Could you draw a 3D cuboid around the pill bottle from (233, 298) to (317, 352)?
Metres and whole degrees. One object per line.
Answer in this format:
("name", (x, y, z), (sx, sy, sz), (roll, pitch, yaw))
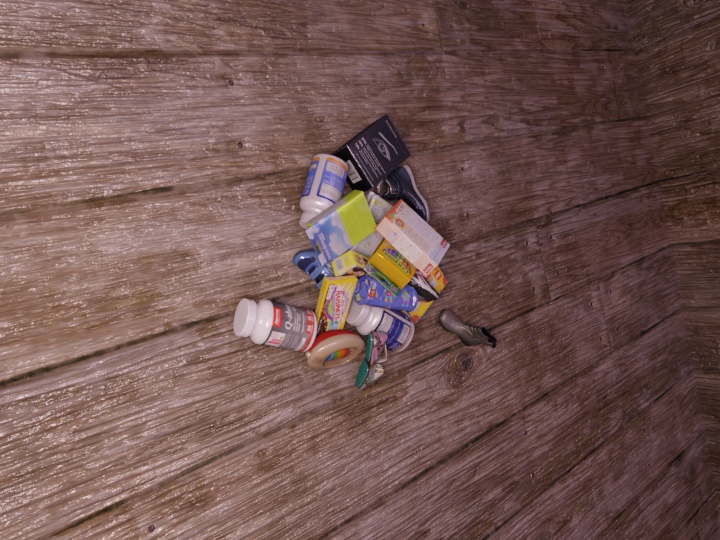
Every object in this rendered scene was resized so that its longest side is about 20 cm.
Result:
("pill bottle", (-0.221, 0.141, 1.368), (0.197, 0.115, 0.118), (16, 77, -33))

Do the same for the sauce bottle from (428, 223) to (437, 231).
("sauce bottle", (0.176, -0.105, 1.667), (0.199, 0.065, 0.067), (-18, 96, -52))

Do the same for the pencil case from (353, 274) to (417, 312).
("pencil case", (0.071, 0.066, 1.489), (0.197, 0.077, 0.089), (12, 77, -35))

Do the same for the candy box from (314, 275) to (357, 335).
("candy box", (-0.077, 0.106, 1.461), (0.101, 0.026, 0.203), (-7, 125, -36))

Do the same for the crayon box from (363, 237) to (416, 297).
("crayon box", (0.104, -0.035, 1.490), (0.125, 0.052, 0.201), (39, 44, -4))

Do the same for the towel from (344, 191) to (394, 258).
("towel", (0.043, -0.114, 1.568), (0.170, 0.048, 0.203), (27, 85, -47))

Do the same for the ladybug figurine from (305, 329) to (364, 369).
("ladybug figurine", (-0.076, 0.215, 1.466), (0.198, 0.136, 0.072), (2, 46, -46))

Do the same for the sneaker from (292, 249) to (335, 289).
("sneaker", (-0.102, 0.010, 1.473), (0.198, 0.074, 0.083), (29, 38, -28))

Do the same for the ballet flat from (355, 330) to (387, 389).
("ballet flat", (0.039, 0.264, 1.519), (0.070, 0.069, 0.203), (6, 115, -17))

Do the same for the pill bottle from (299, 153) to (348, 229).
("pill bottle", (-0.108, -0.214, 1.480), (0.111, 0.111, 0.204), (23, 74, -31))

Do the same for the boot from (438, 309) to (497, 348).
("boot", (0.365, 0.193, 1.762), (0.199, 0.130, 0.068), (38, 66, -26))

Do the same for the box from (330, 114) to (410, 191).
("box", (0.033, -0.350, 1.591), (0.200, 0.104, 0.149), (-42, 106, -30))

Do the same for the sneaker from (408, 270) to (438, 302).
("sneaker", (0.168, 0.019, 1.582), (0.199, 0.080, 0.087), (38, 56, -30))

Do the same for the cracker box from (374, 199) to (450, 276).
("cracker box", (0.150, -0.094, 1.487), (0.200, 0.058, 0.134), (42, 38, 0))

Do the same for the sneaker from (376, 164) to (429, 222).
("sneaker", (0.131, -0.221, 1.659), (0.145, 0.076, 0.205), (-28, 93, -44))

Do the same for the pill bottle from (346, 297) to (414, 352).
("pill bottle", (0.056, 0.154, 1.560), (0.199, 0.115, 0.117), (32, 69, -28))

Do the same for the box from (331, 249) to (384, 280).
("box", (0.000, 0.000, 1.504), (0.199, 0.075, 0.051), (20, 46, -58))

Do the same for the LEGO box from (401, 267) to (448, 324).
("LEGO box", (0.169, 0.047, 1.671), (0.200, 0.077, 0.150), (-47, 111, -29))

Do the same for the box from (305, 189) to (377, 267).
("box", (-0.056, -0.116, 1.429), (0.199, 0.047, 0.123), (-36, 119, -19))
